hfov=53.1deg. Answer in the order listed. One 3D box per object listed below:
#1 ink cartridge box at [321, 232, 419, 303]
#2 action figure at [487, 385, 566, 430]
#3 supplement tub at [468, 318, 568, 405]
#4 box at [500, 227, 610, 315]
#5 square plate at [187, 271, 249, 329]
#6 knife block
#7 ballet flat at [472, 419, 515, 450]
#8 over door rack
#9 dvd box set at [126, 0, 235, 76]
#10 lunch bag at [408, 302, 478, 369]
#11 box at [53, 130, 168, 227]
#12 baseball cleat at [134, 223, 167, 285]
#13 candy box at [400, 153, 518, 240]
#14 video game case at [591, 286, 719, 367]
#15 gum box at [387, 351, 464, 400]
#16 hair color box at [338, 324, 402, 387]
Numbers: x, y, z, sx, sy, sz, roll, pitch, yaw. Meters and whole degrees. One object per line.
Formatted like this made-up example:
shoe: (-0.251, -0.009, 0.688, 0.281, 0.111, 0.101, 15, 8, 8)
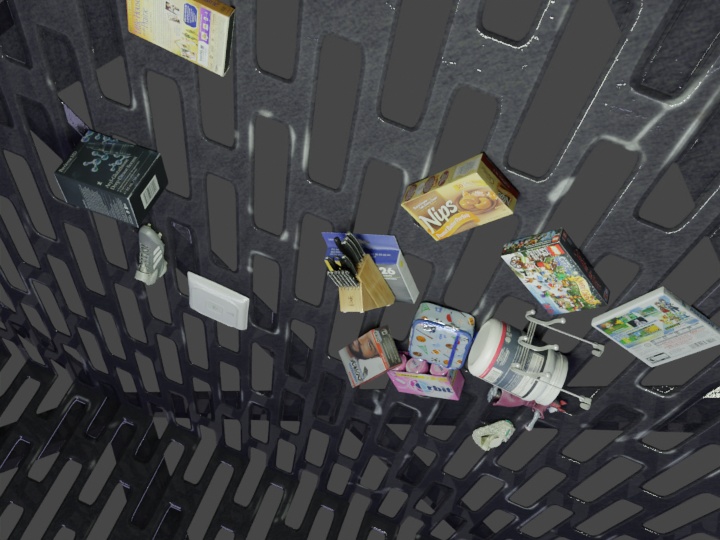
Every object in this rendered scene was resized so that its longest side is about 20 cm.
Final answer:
ink cartridge box: (0.018, -0.003, 1.680, 0.194, 0.048, 0.201, 4, 144, 29)
action figure: (0.429, 0.314, 1.834, 0.196, 0.134, 0.152, 8, 103, 3)
supplement tub: (0.360, 0.211, 1.660, 0.197, 0.142, 0.141, 26, 148, -4)
box: (0.393, 0.007, 1.449, 0.135, 0.038, 0.200, -14, 130, 45)
square plate: (-0.425, 0.099, 2.128, 0.195, 0.029, 0.201, 24, 147, 3)
knife block: (0.000, 0.000, 1.618, 0.063, 0.180, 0.199, 0, -176, 33)
ballet flat: (0.379, 0.490, 2.111, 0.071, 0.073, 0.200, 28, 148, -6)
over door rack: (0.439, 0.188, 1.573, 0.197, 0.150, 0.067, 26, 153, -2)
dvd box set: (-0.324, -0.448, 1.292, 0.197, 0.030, 0.147, 25, 148, -1)
lunch bag: (0.201, 0.164, 1.764, 0.157, 0.076, 0.201, 17, 148, 8)
box: (-0.575, -0.215, 1.677, 0.196, 0.150, 0.108, 17, 147, 10)
baseball cleat: (-0.581, -0.031, 1.977, 0.069, 0.107, 0.202, 19, 145, 16)
candy box: (0.186, -0.135, 1.371, 0.115, 0.056, 0.198, 42, 144, -25)
video game case: (0.610, 0.121, 1.481, 0.181, 0.022, 0.200, 33, 147, -12)
gum box: (0.170, 0.282, 1.955, 0.197, 0.067, 0.114, 2, 142, 31)
hair color box: (0.024, 0.233, 1.938, 0.200, 0.063, 0.113, -39, 69, 53)
